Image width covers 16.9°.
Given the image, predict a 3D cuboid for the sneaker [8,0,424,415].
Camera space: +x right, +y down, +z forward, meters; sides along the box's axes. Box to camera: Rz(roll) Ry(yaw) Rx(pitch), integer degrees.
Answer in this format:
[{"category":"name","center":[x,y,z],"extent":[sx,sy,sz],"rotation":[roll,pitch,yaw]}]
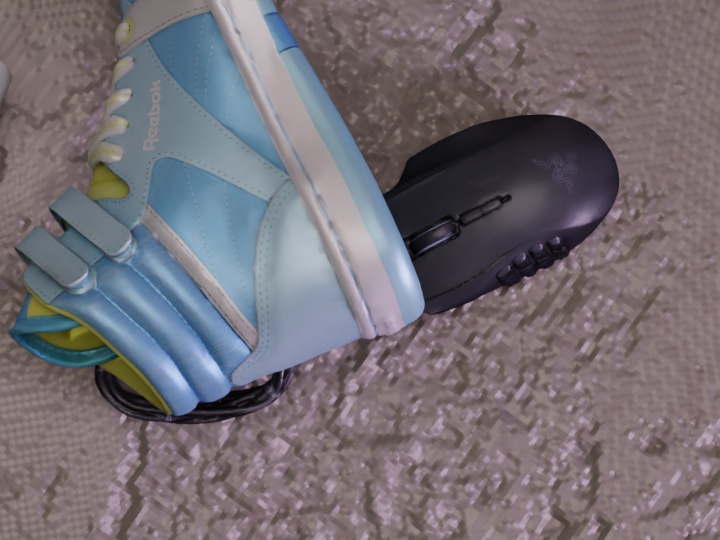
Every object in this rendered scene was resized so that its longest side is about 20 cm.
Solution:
[{"category":"sneaker","center":[-0.078,-0.042,0.823],"extent":[0.131,0.080,0.200],"rotation":[-29,68,-3]}]

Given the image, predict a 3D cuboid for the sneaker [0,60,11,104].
[{"category":"sneaker","center":[-0.231,-0.041,0.824],"extent":[0.200,0.074,0.116],"rotation":[14,77,-2]}]

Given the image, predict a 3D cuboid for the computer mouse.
[{"category":"computer mouse","center":[0.000,0.000,0.849],"extent":[0.200,0.034,0.059],"rotation":[-28,84,-6]}]
